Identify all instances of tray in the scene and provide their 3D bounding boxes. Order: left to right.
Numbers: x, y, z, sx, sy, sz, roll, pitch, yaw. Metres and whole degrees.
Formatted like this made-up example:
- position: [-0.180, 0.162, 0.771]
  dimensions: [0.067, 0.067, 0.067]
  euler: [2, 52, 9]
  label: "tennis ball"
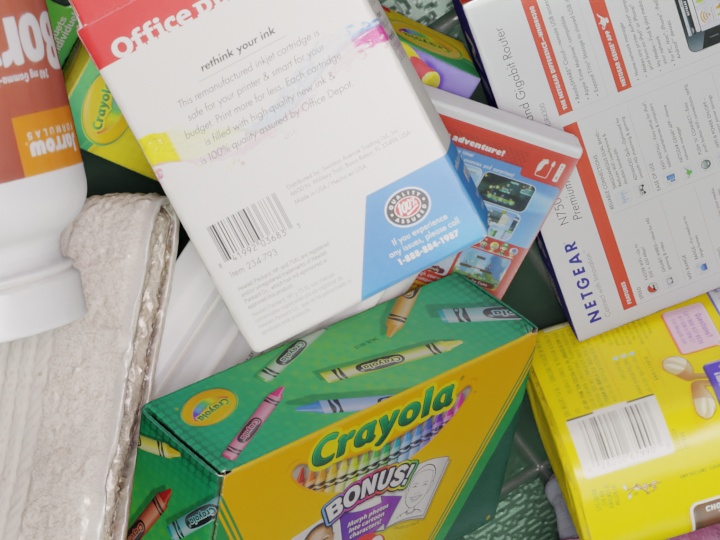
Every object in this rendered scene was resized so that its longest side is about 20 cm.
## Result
- position: [-0.055, 0.046, 1.042]
  dimensions: [0.107, 0.022, 0.200]
  euler: [29, 100, -26]
  label: "tray"

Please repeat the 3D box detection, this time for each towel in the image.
- position: [-0.158, 0.058, 1.025]
  dimensions: [0.132, 0.034, 0.201]
  euler: [4, 80, 26]
  label: "towel"

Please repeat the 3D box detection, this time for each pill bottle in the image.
- position: [-0.180, -0.068, 0.960]
  dimensions: [0.112, 0.112, 0.201]
  euler: [-13, 96, -4]
  label: "pill bottle"

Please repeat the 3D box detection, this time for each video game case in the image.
- position: [0.000, 0.000, 1.074]
  dimensions: [0.143, 0.017, 0.200]
  euler: [17, 119, -20]
  label: "video game case"

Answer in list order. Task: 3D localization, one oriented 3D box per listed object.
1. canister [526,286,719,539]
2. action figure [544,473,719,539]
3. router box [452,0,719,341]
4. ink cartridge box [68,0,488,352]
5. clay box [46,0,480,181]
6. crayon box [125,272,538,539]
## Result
- position: [0.190, 0.060, 1.121]
  dimensions: [0.200, 0.149, 0.087]
  euler: [-17, 120, 0]
  label: "canister"
- position: [0.163, 0.178, 1.186]
  dimensions: [0.200, 0.149, 0.134]
  euler: [-39, 125, -5]
  label: "action figure"
- position: [0.156, -0.086, 1.090]
  dimensions: [0.179, 0.049, 0.200]
  euler: [-21, 120, 1]
  label: "router box"
- position: [-0.040, -0.081, 0.962]
  dimensions: [0.116, 0.067, 0.200]
  euler: [-27, 97, 8]
  label: "ink cartridge box"
- position: [-0.059, -0.090, 1.044]
  dimensions: [0.200, 0.048, 0.115]
  euler: [22, 113, -23]
  label: "clay box"
- position: [-0.014, 0.090, 1.025]
  dimensions: [0.200, 0.058, 0.119]
  euler: [-22, 135, -39]
  label: "crayon box"
